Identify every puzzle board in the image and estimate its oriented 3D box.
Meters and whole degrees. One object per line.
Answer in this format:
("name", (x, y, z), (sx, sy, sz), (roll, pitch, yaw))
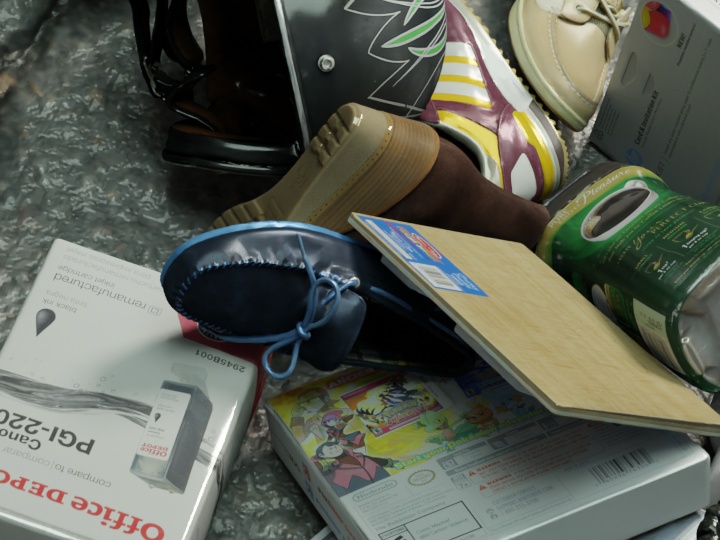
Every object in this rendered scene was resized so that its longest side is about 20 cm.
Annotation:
("puzzle board", (0.098, 0.033, 1.457), (0.150, 0.017, 0.200), (9, 25, -44))

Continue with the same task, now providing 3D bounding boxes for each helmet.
("helmet", (-0.038, -0.151, 1.602), (0.190, 0.200, 0.201), (-3, 44, 26))

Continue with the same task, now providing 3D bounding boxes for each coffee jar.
("coffee jar", (0.181, -0.001, 1.556), (0.104, 0.086, 0.200), (-37, 27, -12))

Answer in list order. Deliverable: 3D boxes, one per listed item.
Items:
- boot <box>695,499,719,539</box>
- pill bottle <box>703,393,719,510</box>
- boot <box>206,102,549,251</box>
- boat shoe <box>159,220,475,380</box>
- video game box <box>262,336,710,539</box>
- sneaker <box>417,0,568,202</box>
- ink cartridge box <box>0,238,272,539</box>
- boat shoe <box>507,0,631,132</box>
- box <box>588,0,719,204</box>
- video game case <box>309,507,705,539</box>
("boot", (0.271, 0.184, 1.436), (0.210, 0.158, 0.080), (-6, 53, -16))
("pill bottle", (0.276, 0.078, 1.549), (0.119, 0.120, 0.200), (25, 51, 8))
("boot", (0.000, 0.000, 1.567), (0.166, 0.200, 0.073), (29, 25, -35))
("boat shoe", (-0.014, 0.019, 1.461), (0.199, 0.084, 0.069), (4, 44, -27))
("video game box", (0.070, 0.105, 1.482), (0.199, 0.047, 0.182), (-20, 41, -16))
("sneaker", (0.048, -0.116, 1.686), (0.090, 0.075, 0.200), (-21, 58, -33))
("ink cartridge box", (-0.146, 0.097, 1.465), (0.145, 0.085, 0.201), (18, 51, 2))
("boat shoe", (0.145, -0.172, 1.732), (0.072, 0.065, 0.200), (44, 29, -28))
("box", (0.248, -0.083, 1.651), (0.200, 0.156, 0.041), (41, 52, 21))
("video game case", (0.073, 0.165, 1.459), (0.181, 0.023, 0.200), (25, 47, 35))
